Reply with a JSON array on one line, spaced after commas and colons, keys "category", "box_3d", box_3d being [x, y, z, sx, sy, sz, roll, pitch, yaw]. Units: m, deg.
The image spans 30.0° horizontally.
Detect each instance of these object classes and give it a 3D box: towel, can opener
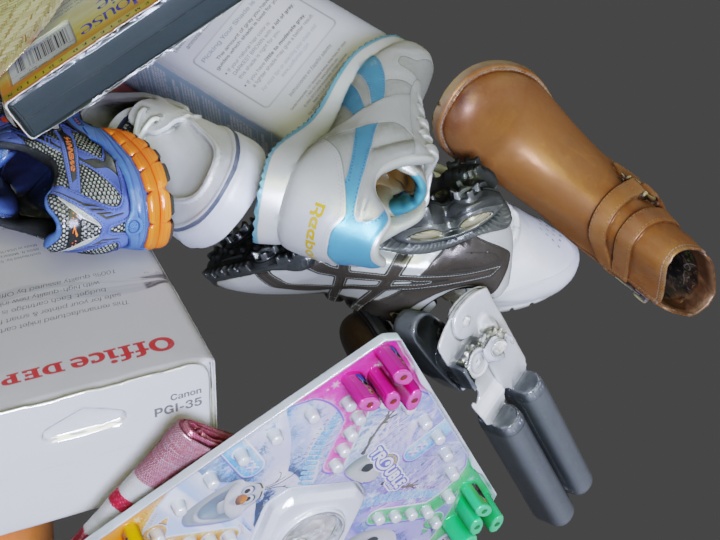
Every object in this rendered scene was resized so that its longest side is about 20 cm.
[{"category": "towel", "box_3d": [-0.112, 0.170, 0.736, 0.200, 0.143, 0.023, -48, 52, 12]}, {"category": "can opener", "box_3d": [0.091, 0.085, 0.854, 0.053, 0.066, 0.201, -51, 128, -23]}]

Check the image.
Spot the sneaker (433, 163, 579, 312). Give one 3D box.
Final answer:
[{"category": "sneaker", "box_3d": [0.059, -0.028, 0.892, 0.197, 0.087, 0.076, 15, 66, -14]}]

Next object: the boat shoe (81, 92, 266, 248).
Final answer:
[{"category": "boat shoe", "box_3d": [-0.121, -0.066, 0.792, 0.065, 0.199, 0.074, 31, 83, -30]}]

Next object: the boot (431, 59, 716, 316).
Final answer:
[{"category": "boot", "box_3d": [0.139, -0.045, 0.852, 0.077, 0.200, 0.156, -46, 52, 7]}]

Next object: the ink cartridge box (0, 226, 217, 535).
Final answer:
[{"category": "ink cartridge box", "box_3d": [-0.178, 0.043, 0.748, 0.145, 0.084, 0.200, -13, 36, -21]}]

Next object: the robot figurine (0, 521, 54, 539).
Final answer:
[{"category": "robot figurine", "box_3d": [-0.258, 0.150, 0.746, 0.197, 0.144, 0.118, 13, 113, -12]}]

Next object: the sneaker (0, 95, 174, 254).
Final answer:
[{"category": "sneaker", "box_3d": [-0.191, -0.065, 0.759, 0.078, 0.199, 0.076, -18, 123, -43]}]

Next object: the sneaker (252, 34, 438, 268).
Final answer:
[{"category": "sneaker", "box_3d": [0.009, -0.067, 0.780, 0.080, 0.077, 0.201, 19, 42, 12]}]

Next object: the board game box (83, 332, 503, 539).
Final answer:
[{"category": "board game box", "box_3d": [-0.027, 0.146, 0.735, 0.199, 0.201, 0.026, -34, 50, -2]}]

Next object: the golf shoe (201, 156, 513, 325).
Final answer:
[{"category": "golf shoe", "box_3d": [0.000, 0.000, 0.834, 0.197, 0.078, 0.095, -10, 121, 16]}]

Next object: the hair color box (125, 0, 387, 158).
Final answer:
[{"category": "hair color box", "box_3d": [-0.090, -0.148, 0.862, 0.199, 0.061, 0.099, 33, 69, 13]}]

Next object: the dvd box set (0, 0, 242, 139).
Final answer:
[{"category": "dvd box set", "box_3d": [-0.155, -0.171, 0.784, 0.145, 0.201, 0.030, -34, 130, 1]}]

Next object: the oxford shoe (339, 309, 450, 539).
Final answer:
[{"category": "oxford shoe", "box_3d": [0.012, 0.120, 0.854, 0.083, 0.073, 0.203, -14, 76, -6]}]

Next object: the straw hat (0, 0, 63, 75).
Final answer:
[{"category": "straw hat", "box_3d": [-0.256, -0.174, 0.768, 0.085, 0.199, 0.203, 47, 65, -39]}]
